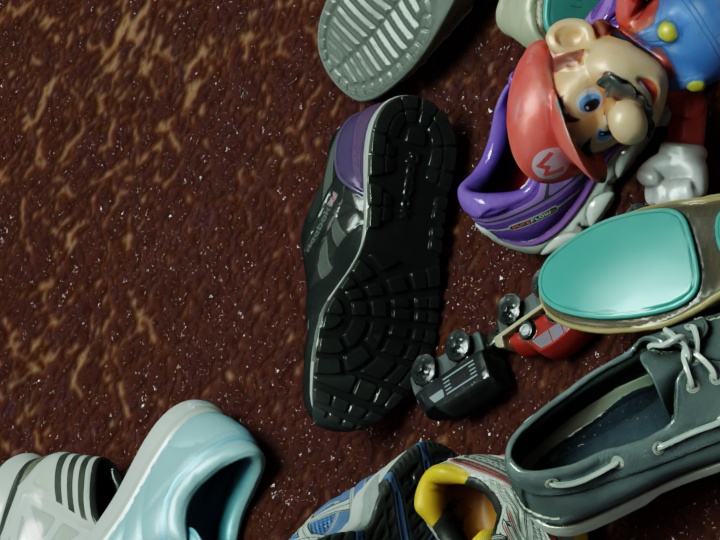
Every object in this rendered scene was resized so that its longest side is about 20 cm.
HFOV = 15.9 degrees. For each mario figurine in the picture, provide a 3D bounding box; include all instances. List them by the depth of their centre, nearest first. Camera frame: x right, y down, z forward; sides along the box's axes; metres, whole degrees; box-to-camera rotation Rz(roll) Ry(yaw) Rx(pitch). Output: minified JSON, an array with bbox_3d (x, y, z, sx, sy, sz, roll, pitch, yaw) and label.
[{"bbox_3d":[0.167,-0.106,1.317,0.200,0.106,0.124,-34,83,5],"label":"mario figurine"}]

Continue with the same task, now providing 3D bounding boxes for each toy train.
[{"bbox_3d":[0.105,0.026,1.407,0.200,0.034,0.046,-37,53,30],"label":"toy train"}]

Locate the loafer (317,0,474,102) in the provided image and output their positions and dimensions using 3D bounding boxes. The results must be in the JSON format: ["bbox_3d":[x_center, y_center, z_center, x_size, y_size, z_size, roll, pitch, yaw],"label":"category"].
[{"bbox_3d":[0.048,-0.177,1.535,0.075,0.070,0.200,54,127,15],"label":"loafer"}]

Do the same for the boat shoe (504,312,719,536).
[{"bbox_3d":[0.160,0.062,1.283,0.200,0.062,0.073,-32,51,8],"label":"boat shoe"}]

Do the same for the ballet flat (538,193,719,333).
[{"bbox_3d":[0.186,-0.006,1.311,0.200,0.063,0.069,-18,62,33],"label":"ballet flat"}]

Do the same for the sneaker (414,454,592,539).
[{"bbox_3d":[0.089,0.173,1.323,0.078,0.082,0.200,-61,42,25],"label":"sneaker"}]

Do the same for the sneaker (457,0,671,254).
[{"bbox_3d":[0.125,-0.100,1.403,0.081,0.083,0.200,40,102,46],"label":"sneaker"}]

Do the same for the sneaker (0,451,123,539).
[{"bbox_3d":[-0.194,0.206,1.605,0.115,0.076,0.201,-11,64,44],"label":"sneaker"}]

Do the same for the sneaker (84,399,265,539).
[{"bbox_3d":[-0.119,0.178,1.544,0.082,0.074,0.201,24,92,51],"label":"sneaker"}]

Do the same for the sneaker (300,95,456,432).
[{"bbox_3d":[0.000,0.000,1.513,0.087,0.076,0.201,-9,63,59],"label":"sneaker"}]

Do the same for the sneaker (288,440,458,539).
[{"bbox_3d":[-0.012,0.172,1.388,0.077,0.200,0.076,-32,94,47],"label":"sneaker"}]

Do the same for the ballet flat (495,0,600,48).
[{"bbox_3d":[0.126,-0.219,1.471,0.069,0.069,0.201,18,88,47],"label":"ballet flat"}]
